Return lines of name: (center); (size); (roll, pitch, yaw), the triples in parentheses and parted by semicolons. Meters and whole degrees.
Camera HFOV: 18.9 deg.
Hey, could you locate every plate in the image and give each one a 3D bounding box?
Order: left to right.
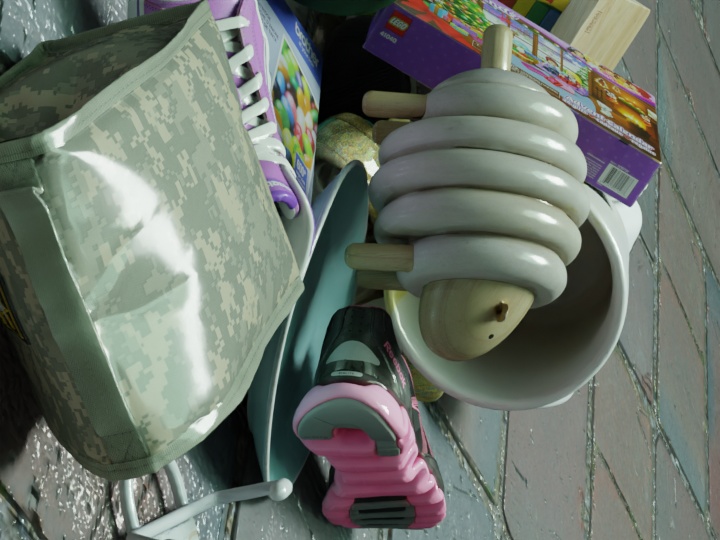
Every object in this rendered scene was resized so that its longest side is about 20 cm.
plate: (-0.033, 0.032, 1.237); (0.200, 0.026, 0.200); (14, 90, -80)

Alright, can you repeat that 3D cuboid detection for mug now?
mug: (0.104, -0.020, 1.362); (0.153, 0.149, 0.187); (-35, 120, -71)

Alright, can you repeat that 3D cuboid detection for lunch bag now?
lunch bag: (-0.115, -0.014, 0.996); (0.200, 0.118, 0.164); (-64, 138, -66)

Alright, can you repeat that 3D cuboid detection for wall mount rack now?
wall mount rack: (-0.073, 0.179, 1.061); (0.174, 0.075, 0.200); (-19, 96, -69)

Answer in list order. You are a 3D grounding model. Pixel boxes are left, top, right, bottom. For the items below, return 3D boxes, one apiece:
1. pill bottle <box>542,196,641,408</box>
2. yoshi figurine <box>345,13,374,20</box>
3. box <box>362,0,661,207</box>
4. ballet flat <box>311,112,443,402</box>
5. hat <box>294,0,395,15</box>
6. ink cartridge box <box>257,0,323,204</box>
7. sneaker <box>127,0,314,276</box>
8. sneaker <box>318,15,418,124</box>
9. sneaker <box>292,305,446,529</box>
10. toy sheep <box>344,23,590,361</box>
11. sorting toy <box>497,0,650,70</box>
pill bottle: (0.130, -0.013, 1.524); (0.114, 0.114, 0.200); (-52, 163, -64)
yoshi figurine: (0.035, -0.208, 1.536); (0.112, 0.112, 0.200); (54, 29, -16)
box: (0.101, -0.128, 1.398); (0.200, 0.039, 0.137); (30, 22, -7)
ballet flat: (0.000, 0.000, 1.385); (0.071, 0.071, 0.200); (-46, 122, -66)
hat: (0.013, -0.266, 1.329); (0.176, 0.200, 0.166); (-40, 109, -32)
ink cartridge box: (-0.065, -0.107, 1.295); (0.119, 0.042, 0.200); (55, 29, -48)
sneaker: (-0.062, -0.079, 1.129); (0.114, 0.073, 0.201); (30, -46, 62)
sneaker: (0.033, -0.076, 1.465); (0.121, 0.084, 0.200); (-24, 109, -65)
sneaker: (0.010, 0.089, 1.284); (0.200, 0.079, 0.095); (78, 13, -59)
toy sheep: (0.065, -0.046, 1.222); (0.138, 0.138, 0.200); (30, 63, -64)
sorting toy: (0.119, -0.135, 1.614); (0.070, 0.200, 0.199); (35, 11, 13)
